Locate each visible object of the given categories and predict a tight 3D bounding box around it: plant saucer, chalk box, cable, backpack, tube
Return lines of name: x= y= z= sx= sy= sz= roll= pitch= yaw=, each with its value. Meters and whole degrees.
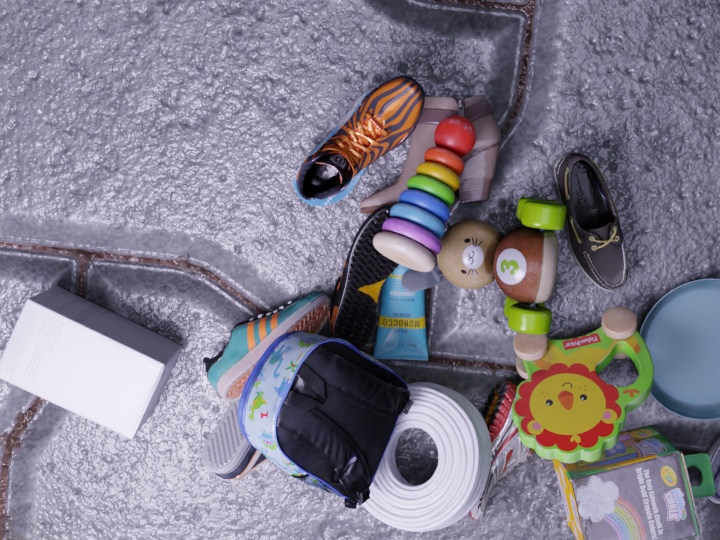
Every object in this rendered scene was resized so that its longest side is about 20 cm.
plant saucer: x=0.483 y=0.110 z=1.264 sx=0.198 sy=0.027 sz=0.202 roll=0 pitch=97 yaw=0
chalk box: x=0.383 y=0.299 z=1.242 sx=0.199 sy=0.124 sz=0.125 roll=-14 pitch=96 yaw=1
cable: x=0.077 y=0.251 z=1.228 sx=0.199 sy=0.069 sz=0.201 roll=28 pitch=90 yaw=26
backpack: x=-0.060 y=0.175 z=1.157 sx=0.200 sy=0.146 sz=0.184 roll=40 pitch=70 yaw=-41
tube: x=0.059 y=0.027 z=1.248 sx=0.077 sy=0.050 sz=0.202 roll=3 pitch=102 yaw=8

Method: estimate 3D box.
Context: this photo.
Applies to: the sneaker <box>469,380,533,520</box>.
sneaker: x=0.199 y=0.260 z=1.260 sx=0.082 sy=0.078 sz=0.201 roll=20 pitch=99 yaw=-7

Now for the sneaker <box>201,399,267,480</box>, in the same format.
sneaker: x=-0.141 y=0.202 z=1.258 sx=0.078 sy=0.080 sz=0.200 roll=29 pitch=72 yaw=29

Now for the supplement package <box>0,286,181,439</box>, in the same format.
supplement package: x=-0.363 y=0.122 z=1.223 sx=0.199 sy=0.117 sz=0.118 roll=26 pitch=97 yaw=-2

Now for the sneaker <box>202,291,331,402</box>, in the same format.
sneaker: x=-0.132 y=0.087 z=1.240 sx=0.200 sy=0.072 sz=0.080 roll=-39 pitch=58 yaw=-12

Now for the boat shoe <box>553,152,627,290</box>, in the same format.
boat shoe: x=0.316 y=-0.062 z=1.224 sx=0.071 sy=0.061 sz=0.202 roll=-22 pitch=97 yaw=3

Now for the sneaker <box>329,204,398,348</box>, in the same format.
sneaker: x=0.000 y=0.000 z=1.218 sx=0.070 sy=0.090 sz=0.201 roll=14 pitch=102 yaw=-21

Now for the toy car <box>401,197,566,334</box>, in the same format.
toy car: x=0.156 y=-0.018 z=1.188 sx=0.198 sy=0.158 sz=0.166 roll=7 pitch=98 yaw=4

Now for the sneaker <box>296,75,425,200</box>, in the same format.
sneaker: x=-0.001 y=-0.150 z=1.104 sx=0.078 sy=0.112 sz=0.200 roll=43 pitch=115 yaw=-7

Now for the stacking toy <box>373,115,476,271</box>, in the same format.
stacking toy: x=0.093 y=-0.103 z=1.145 sx=0.085 sy=0.085 sz=0.201 roll=26 pitch=81 yaw=-3

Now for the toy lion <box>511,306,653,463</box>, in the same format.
toy lion: x=0.294 y=0.157 z=1.192 sx=0.199 sy=0.193 sz=0.069 roll=-14 pitch=139 yaw=2

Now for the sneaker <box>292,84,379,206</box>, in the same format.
sneaker: x=-0.012 y=-0.165 z=1.208 sx=0.076 sy=0.081 sz=0.200 roll=42 pitch=115 yaw=-7

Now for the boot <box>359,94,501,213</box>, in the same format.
boot: x=0.091 y=-0.159 z=1.216 sx=0.198 sy=0.070 sz=0.147 roll=-6 pitch=90 yaw=3

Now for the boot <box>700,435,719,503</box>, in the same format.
boot: x=0.550 y=0.246 z=1.249 sx=0.072 sy=0.090 sz=0.201 roll=28 pitch=97 yaw=-4
